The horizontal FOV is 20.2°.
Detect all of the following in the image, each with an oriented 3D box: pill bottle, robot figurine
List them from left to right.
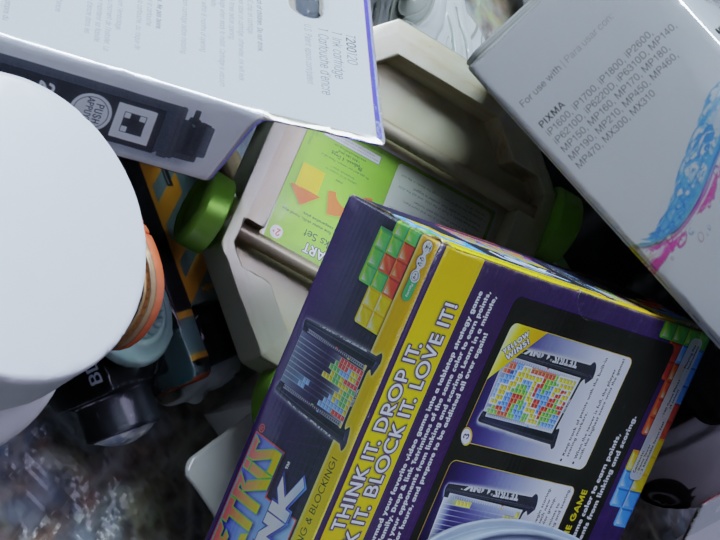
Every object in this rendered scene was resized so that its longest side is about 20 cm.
[{"bbox_3d":[-0.164,0.017,0.653,0.113,0.199,0.115,17,62,-36],"label":"pill bottle"},{"bbox_3d":[0.134,0.018,0.967,0.201,0.124,0.150,57,39,-9],"label":"robot figurine"}]

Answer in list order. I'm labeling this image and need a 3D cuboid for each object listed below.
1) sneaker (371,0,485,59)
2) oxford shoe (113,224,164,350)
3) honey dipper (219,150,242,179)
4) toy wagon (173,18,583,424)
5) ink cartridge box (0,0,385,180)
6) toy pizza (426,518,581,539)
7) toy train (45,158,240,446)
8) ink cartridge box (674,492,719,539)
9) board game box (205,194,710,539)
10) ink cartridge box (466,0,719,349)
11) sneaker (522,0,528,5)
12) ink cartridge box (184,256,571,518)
[{"bbox_3d":[0.026,-0.075,0.944,0.099,0.078,0.201,49,39,-28],"label":"sneaker"},{"bbox_3d":[-0.157,-0.035,0.724,0.199,0.072,0.072,36,20,17],"label":"oxford shoe"},{"bbox_3d":[-0.051,-0.036,0.894,0.038,0.038,0.201,-35,99,-44],"label":"honey dipper"},{"bbox_3d":[0.000,0.000,0.810,0.154,0.040,0.201,29,71,-19],"label":"toy wagon"},{"bbox_3d":[-0.093,-0.119,0.772,0.198,0.044,0.199,15,38,-15],"label":"ink cartridge box"},{"bbox_3d":[0.057,0.191,0.726,0.199,0.032,0.202,14,68,-37],"label":"toy pizza"},{"bbox_3d":[-0.110,-0.032,0.811,0.114,0.085,0.201,-18,85,-54],"label":"toy train"},{"bbox_3d":[0.167,0.134,0.935,0.043,0.175,0.199,37,35,30],"label":"ink cartridge box"},{"bbox_3d":[0.029,0.089,0.764,0.165,0.057,0.201,18,98,-43],"label":"board game box"},{"bbox_3d":[0.150,-0.036,0.816,0.200,0.086,0.148,50,15,7],"label":"ink cartridge box"},{"bbox_3d":[0.165,-0.128,1.104,0.201,0.075,0.114,55,45,-18],"label":"sneaker"},{"bbox_3d":[0.016,0.073,0.866,0.199,0.067,0.118,-36,99,-26],"label":"ink cartridge box"}]
